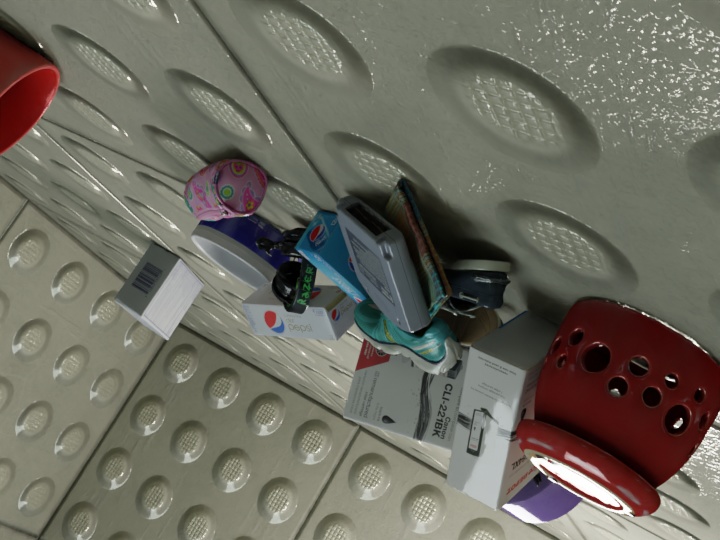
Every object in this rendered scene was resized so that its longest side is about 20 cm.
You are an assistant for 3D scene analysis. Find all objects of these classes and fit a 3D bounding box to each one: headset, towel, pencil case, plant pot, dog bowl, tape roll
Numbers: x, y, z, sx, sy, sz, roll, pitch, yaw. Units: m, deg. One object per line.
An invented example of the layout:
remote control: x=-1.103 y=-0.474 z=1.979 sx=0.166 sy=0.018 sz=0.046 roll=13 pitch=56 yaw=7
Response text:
headset: x=-0.112 y=-0.012 z=1.599 sx=0.092 sy=0.126 sz=0.200 roll=10 pitch=-163 yaw=-14
towel: x=0.060 y=-0.015 z=1.229 sx=0.200 sy=0.021 sz=0.149 roll=111 pitch=137 yaw=-77
pencil case: x=-0.203 y=-0.116 z=1.520 sx=0.087 sy=0.088 sz=0.199 roll=37 pitch=168 yaw=-19
plant pot: x=0.286 y=0.160 z=1.150 sx=0.198 sy=0.184 sz=0.201 roll=30 pitch=165 yaw=9
plant pot: x=-0.598 y=-0.300 z=1.591 sx=0.177 sy=0.201 sz=0.200 roll=41 pitch=167 yaw=0
dog bowl: x=-0.197 y=-0.036 z=1.812 sx=0.198 sy=0.079 sz=0.200 roll=31 pitch=167 yaw=8
tape roll: x=0.262 y=0.274 z=1.568 sx=0.085 sy=0.202 sz=0.199 roll=38 pitch=166 yaw=-37

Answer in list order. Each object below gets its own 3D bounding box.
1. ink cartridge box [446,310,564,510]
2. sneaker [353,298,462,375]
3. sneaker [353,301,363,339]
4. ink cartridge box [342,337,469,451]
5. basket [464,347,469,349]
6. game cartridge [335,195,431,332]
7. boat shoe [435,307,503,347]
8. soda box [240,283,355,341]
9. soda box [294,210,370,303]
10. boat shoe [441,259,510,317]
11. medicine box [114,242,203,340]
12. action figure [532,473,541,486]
ink cartridge box: x=0.189 y=0.174 z=1.287 sx=0.083 sy=0.203 sz=0.145 roll=22 pitch=-152 yaw=30
sneaker: x=0.061 y=0.069 z=1.394 sx=0.199 sy=0.077 sz=0.080 roll=19 pitch=146 yaw=48
sneaker: x=0.047 y=0.088 z=1.698 sx=0.098 sy=0.079 sz=0.200 roll=18 pitch=162 yaw=37
ink cartridge box: x=0.091 y=0.170 z=1.485 sx=0.197 sy=0.147 sz=0.084 roll=16 pitch=177 yaw=9
basket: x=0.143 y=0.169 z=1.627 sx=0.122 sy=0.137 sz=0.200 roll=26 pitch=166 yaw=15
game cartridge: x=0.027 y=-0.006 z=1.257 sx=0.135 sy=0.041 sz=0.200 roll=67 pitch=170 yaw=-25
boat shoe: x=0.139 y=0.070 z=1.431 sx=0.064 sy=0.073 sz=0.199 roll=27 pitch=170 yaw=-33
soda box: x=-0.100 y=0.066 z=1.672 sx=0.198 sy=0.068 sz=0.064 roll=2 pitch=121 yaw=42
soda box: x=0.000 y=0.000 z=1.492 sx=0.064 sy=0.068 sz=0.200 roll=16 pitch=159 yaw=51
boat shoe: x=0.128 y=0.024 z=1.260 sx=0.074 sy=0.063 sz=0.199 roll=8 pitch=174 yaw=-21
medicine box: x=-0.532 y=0.058 z=2.729 sx=0.102 sy=0.184 sz=0.200 roll=28 pitch=166 yaw=20
action figure: x=0.232 y=0.219 z=1.450 sx=0.101 sy=0.202 sz=0.119 roll=12 pitch=-151 yaw=-25
